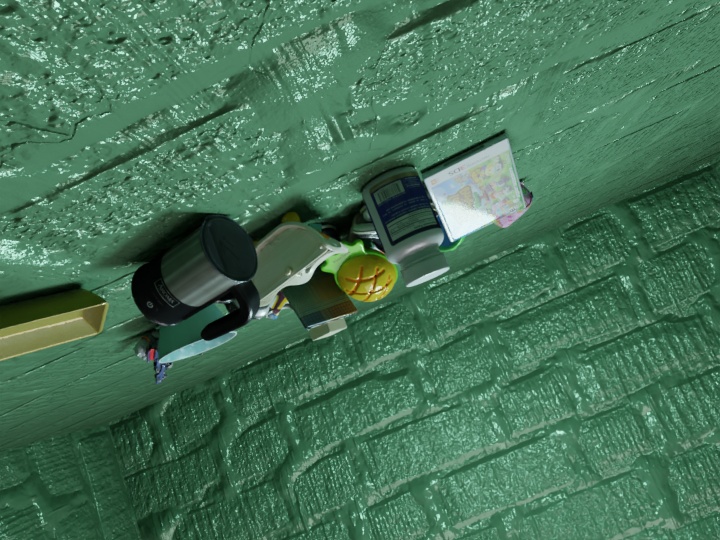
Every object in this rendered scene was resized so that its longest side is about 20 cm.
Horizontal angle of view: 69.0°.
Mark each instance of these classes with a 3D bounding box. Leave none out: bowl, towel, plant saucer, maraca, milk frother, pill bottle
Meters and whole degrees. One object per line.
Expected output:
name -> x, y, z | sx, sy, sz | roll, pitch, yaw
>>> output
bowl -> -0.421, 0.146, 1.318 | 0.198, 0.107, 0.201 | -21, 170, -4
towel -> -0.112, 0.039, 1.193 | 0.145, 0.201, 0.022 | -14, 146, -35
plant saucer -> -0.552, 0.090, 0.904 | 0.198, 0.049, 0.200 | -17, 168, -35
maraca -> 0.000, 0.000, 1.160 | 0.136, 0.108, 0.199 | -36, 133, 19
milk frother -> -0.252, -0.004, 0.909 | 0.186, 0.181, 0.202 | -27, -148, 27
pill bottle -> 0.089, -0.079, 0.992 | 0.118, 0.203, 0.120 | -21, 171, -4

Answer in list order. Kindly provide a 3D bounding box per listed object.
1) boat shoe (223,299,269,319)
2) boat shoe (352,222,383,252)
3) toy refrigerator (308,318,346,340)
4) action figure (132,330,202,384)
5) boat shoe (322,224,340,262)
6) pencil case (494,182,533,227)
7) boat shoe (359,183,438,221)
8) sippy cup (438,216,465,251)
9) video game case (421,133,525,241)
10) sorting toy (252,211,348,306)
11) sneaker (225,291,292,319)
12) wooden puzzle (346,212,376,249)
boat shoe -> -0.250, 0.064, 1.071 | 0.069, 0.067, 0.199 | -6, -156, -43
boat shoe -> 0.060, -0.068, 1.142 | 0.074, 0.063, 0.198 | 14, -174, 41
toy refrigerator -> -0.112, 0.064, 1.297 | 0.069, 0.203, 0.075 | -28, 169, 31
action figure -> -0.532, 0.212, 1.449 | 0.191, 0.105, 0.202 | -6, 137, -43
boat shoe -> -0.076, -0.050, 1.170 | 0.073, 0.067, 0.199 | -22, 170, 3
pencil case -> 0.441, -0.191, 1.546 | 0.086, 0.089, 0.200 | -22, 169, -3
boat shoe -> 0.095, -0.132, 1.112 | 0.197, 0.069, 0.075 | -19, 169, -22
sippy cup -> 0.221, -0.130, 1.261 | 0.176, 0.142, 0.130 | -19, -174, 45
video game case -> 0.241, -0.164, 1.093 | 0.180, 0.022, 0.201 | -25, 135, 10
sorting toy -> -0.111, -0.022, 1.025 | 0.199, 0.108, 0.179 | -35, 159, 21
sneaker -> -0.267, 0.095, 1.437 | 0.197, 0.091, 0.075 | -17, 169, -31
wooden puzzle -> 0.045, -0.071, 1.228 | 0.198, 0.037, 0.187 | -19, 145, -32
